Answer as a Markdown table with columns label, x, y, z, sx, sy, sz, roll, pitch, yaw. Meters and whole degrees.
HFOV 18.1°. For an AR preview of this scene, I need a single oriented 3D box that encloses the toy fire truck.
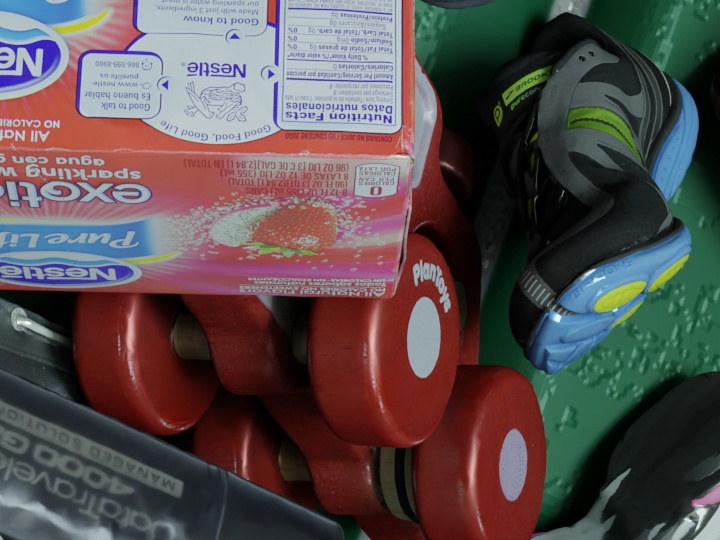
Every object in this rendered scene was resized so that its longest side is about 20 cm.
| label | x | y | z | sx | sy | sz | roll | pitch | yaw |
| --- | --- | --- | --- | --- | --- | --- | --- | --- | --- |
| toy fire truck | 0.000 | 0.000 | 0.771 | 0.200 | 0.111 | 0.169 | 53 | 45 | -49 |

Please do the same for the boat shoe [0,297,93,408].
| label | x | y | z | sx | sy | sz | roll | pitch | yaw |
| --- | --- | --- | --- | --- | --- | --- | --- | --- | --- |
| boat shoe | -0.157 | 0.007 | 0.712 | 0.199 | 0.073 | 0.068 | 31 | 70 | -21 |

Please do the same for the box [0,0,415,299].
| label | x | y | z | sx | sy | sz | roll | pitch | yaw |
| --- | --- | --- | --- | --- | --- | --- | --- | --- | --- |
| box | -0.084 | -0.056 | 0.638 | 0.198 | 0.096 | 0.100 | 1 | 65 | -2 |

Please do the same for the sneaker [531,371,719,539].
| label | x | y | z | sx | sy | sz | roll | pitch | yaw |
| --- | --- | --- | --- | --- | --- | --- | --- | --- | --- |
| sneaker | 0.104 | 0.135 | 0.866 | 0.200 | 0.080 | 0.087 | -38 | 121 | -16 |

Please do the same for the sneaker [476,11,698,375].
| label | x | y | z | sx | sy | sz | roll | pitch | yaw |
| --- | --- | --- | --- | --- | --- | --- | --- | --- | --- |
| sneaker | 0.072 | -0.032 | 0.800 | 0.083 | 0.200 | 0.071 | 41 | 118 | -12 |

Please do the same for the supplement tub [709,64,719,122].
| label | x | y | z | sx | sy | sz | roll | pitch | yaw |
| --- | --- | --- | --- | --- | --- | --- | --- | --- | --- |
| supplement tub | 0.227 | -0.014 | 0.907 | 0.107 | 0.107 | 0.201 | -39 | 110 | -22 |

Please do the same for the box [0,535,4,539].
| label | x | y | z | sx | sy | sz | roll | pitch | yaw |
| --- | --- | --- | --- | --- | --- | --- | --- | --- | --- |
| box | -0.199 | 0.143 | 0.646 | 0.199 | 0.158 | 0.051 | -26 | 91 | -25 |

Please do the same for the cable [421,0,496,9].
| label | x | y | z | sx | sy | sz | roll | pitch | yaw |
| --- | --- | --- | --- | --- | --- | --- | --- | --- | --- |
| cable | 0.051 | -0.165 | 0.731 | 0.200 | 0.051 | 0.164 | -55 | 159 | -26 |

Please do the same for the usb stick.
| label | x | y | z | sx | sy | sz | roll | pitch | yaw |
| --- | --- | --- | --- | --- | --- | --- | --- | --- | --- |
| usb stick | -0.088 | 0.068 | 0.689 | 0.199 | 0.033 | 0.056 | 28 | 61 | -26 |
